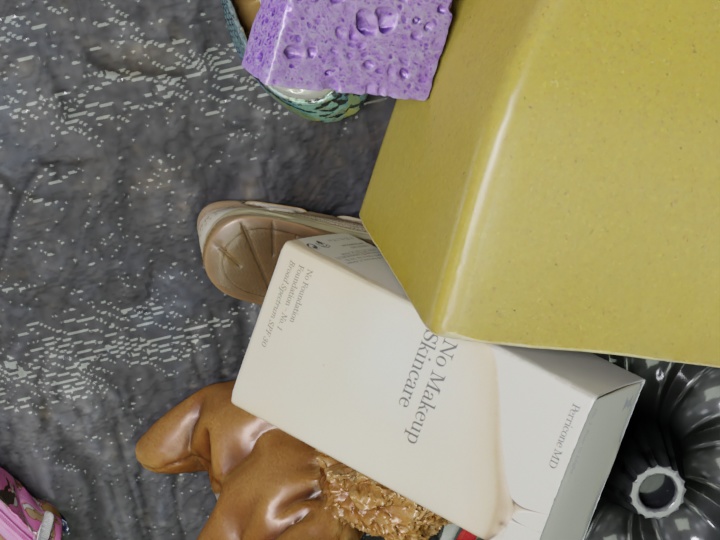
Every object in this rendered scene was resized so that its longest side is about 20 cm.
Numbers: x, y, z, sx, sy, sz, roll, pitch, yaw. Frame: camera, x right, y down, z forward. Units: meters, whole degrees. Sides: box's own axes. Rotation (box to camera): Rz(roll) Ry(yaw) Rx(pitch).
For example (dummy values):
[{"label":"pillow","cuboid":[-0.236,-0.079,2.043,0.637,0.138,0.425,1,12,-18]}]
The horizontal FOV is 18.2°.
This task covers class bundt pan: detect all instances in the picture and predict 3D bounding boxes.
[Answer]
[{"label":"bundt pan","cuboid":[0.162,0.116,1.301,0.202,0.076,0.202,-2,105,-8]}]

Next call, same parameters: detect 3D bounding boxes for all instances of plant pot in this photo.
[{"label":"plant pot","cuboid":[0.126,-0.080,1.215,0.195,0.194,0.200,6,109,-15]}]

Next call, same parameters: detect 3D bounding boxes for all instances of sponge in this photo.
[{"label":"sponge","cuboid":[0.016,-0.188,1.157,0.111,0.030,0.200,3,114,-39]}]

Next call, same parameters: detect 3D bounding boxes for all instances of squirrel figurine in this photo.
[{"label":"squirrel figurine","cuboid":[-0.020,0.143,1.347,0.200,0.187,0.141,-40,123,19]}]

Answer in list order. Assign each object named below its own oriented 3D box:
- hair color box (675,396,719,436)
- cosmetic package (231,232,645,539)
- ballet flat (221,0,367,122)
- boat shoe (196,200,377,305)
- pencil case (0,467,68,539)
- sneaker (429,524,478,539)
[{"label":"hair color box","cuboid":[0.230,0.074,1.398,0.200,0.099,0.061,-3,127,-8]},{"label":"cosmetic package","cuboid":[0.040,0.066,1.220,0.073,0.200,0.104,-9,121,-60]},{"label":"ballet flat","cuboid":[-0.045,-0.144,1.204,0.074,0.074,0.200,-21,127,6]},{"label":"boat shoe","cuboid":[0.000,0.000,1.324,0.200,0.065,0.071,20,106,-19]},{"label":"pencil case","cuboid":[-0.261,0.121,1.353,0.086,0.083,0.200,-30,125,13]},{"label":"sneaker","cuboid":[0.088,0.092,1.416,0.085,0.077,0.200,-5,134,-31]}]
